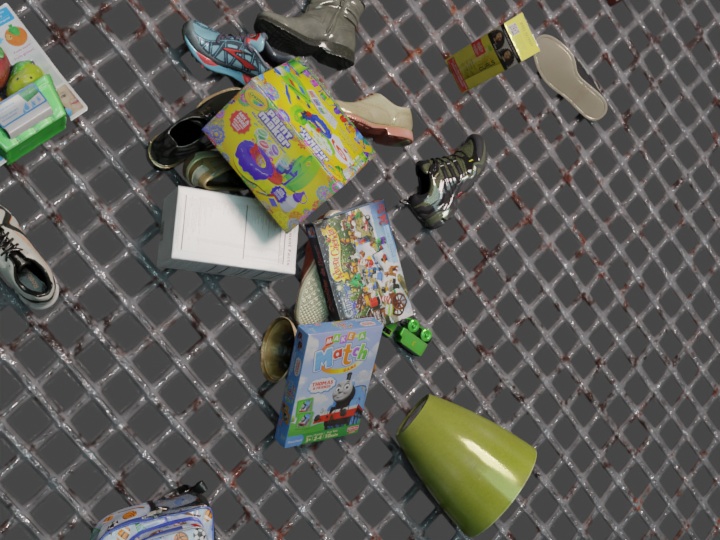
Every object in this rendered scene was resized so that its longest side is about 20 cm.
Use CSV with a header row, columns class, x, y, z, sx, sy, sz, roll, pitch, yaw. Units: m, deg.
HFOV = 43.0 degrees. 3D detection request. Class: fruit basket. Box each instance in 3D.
class,x,y,z,sx,sy,sz,roll,pitch,yaw
fruit basket,-0.527,-0.266,1.321,0.185,0.094,0.201,-38,97,-23

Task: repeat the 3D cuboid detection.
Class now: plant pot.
class,x,y,z,sx,sy,sz,roll,pitch,yaw
plant pot,0.162,0.310,1.547,0.199,0.187,0.188,40,70,0

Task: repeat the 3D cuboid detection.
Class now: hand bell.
class,x,y,z,sx,sy,sz,roll,pitch,yaw
hand bell,-0.055,0.145,1.512,0.198,0.103,0.106,14,79,-35

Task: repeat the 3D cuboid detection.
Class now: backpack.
class,x,y,z,sx,sy,sz,roll,pitch,yaw
backpack,-0.300,0.430,1.329,0.187,0.154,0.203,-7,90,-14

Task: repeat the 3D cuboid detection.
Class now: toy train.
class,x,y,z,sx,sy,sz,roll,pitch,yaw
toy train,0.039,0.080,1.575,0.199,0.042,0.057,35,82,-17

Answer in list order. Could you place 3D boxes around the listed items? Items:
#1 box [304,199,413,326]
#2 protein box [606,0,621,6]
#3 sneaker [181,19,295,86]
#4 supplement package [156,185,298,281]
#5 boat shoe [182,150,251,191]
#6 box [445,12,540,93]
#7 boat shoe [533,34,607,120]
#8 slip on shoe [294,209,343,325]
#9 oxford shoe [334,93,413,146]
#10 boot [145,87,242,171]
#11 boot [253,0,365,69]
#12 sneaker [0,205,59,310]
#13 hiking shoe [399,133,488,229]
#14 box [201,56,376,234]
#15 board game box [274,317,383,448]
class,x,y,z,sx,sy,sz,roll,pitch,yaw
box,0.000,0.000,1.503,0.135,0.038,0.203,-21,101,-27
protein box,0.537,-0.685,1.826,0.199,0.135,0.201,-46,104,-21
sneaker,-0.189,-0.359,1.474,0.198,0.095,0.080,26,43,-25
supplement package,-0.206,-0.053,1.435,0.197,0.109,0.116,9,80,-23
boat shoe,-0.181,-0.152,1.452,0.198,0.076,0.072,-16,133,-39
box,0.230,-0.381,1.618,0.050,0.199,0.076,-31,98,-24
boat shoe,0.408,-0.379,1.790,0.200,0.072,0.063,47,26,-8
slip on shoe,-0.067,-0.002,1.522,0.073,0.061,0.203,17,82,-29
oxford shoe,0.004,-0.271,1.582,0.198,0.070,0.075,12,75,-33
boot,-0.233,-0.230,1.426,0.200,0.138,0.078,-44,102,-23
boot,-0.087,-0.434,1.561,0.198,0.067,0.133,14,74,-30
sneaker,-0.504,-0.033,1.315,0.074,0.080,0.201,-44,101,-20
hiking shoe,0.152,-0.176,1.631,0.100,0.075,0.201,38,72,-20
box,-0.103,-0.196,1.399,0.201,0.122,0.193,51,27,-6
board game box,-0.050,0.177,1.457,0.150,0.036,0.203,-4,116,-38
